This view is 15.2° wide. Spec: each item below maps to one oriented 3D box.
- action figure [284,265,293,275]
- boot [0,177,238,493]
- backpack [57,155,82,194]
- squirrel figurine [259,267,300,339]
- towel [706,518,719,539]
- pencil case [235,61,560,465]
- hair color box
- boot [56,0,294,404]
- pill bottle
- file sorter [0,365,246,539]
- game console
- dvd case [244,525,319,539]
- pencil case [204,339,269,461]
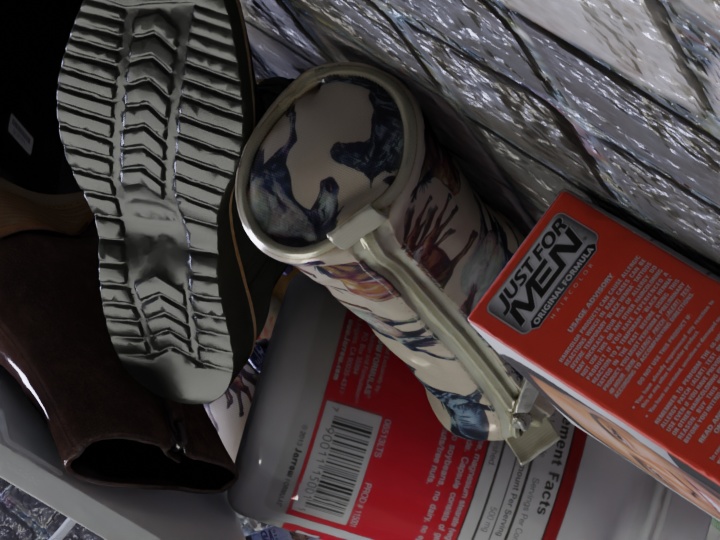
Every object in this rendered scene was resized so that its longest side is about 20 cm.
[{"bbox_3d":[0.000,0.000,1.274,0.200,0.069,0.130,31,163,22],"label":"action figure"},{"bbox_3d":[-0.098,0.035,1.169,0.200,0.072,0.166,15,-146,-54],"label":"boot"},{"bbox_3d":[-0.151,-0.031,1.510,0.200,0.167,0.127,48,174,44],"label":"backpack"},{"bbox_3d":[-0.004,0.076,1.566,0.200,0.142,0.187,41,-175,35],"label":"squirrel figurine"},{"bbox_3d":[0.129,0.178,1.244,0.152,0.200,0.023,36,-170,2],"label":"towel"},{"bbox_3d":[0.024,-0.002,1.033,0.089,0.078,0.200,54,-175,35],"label":"pencil case"},{"bbox_3d":[0.140,0.057,0.898,0.200,0.061,0.102,34,174,37],"label":"hair color box"},{"bbox_3d":[-0.054,-0.067,1.064,0.077,0.138,0.200,17,130,16],"label":"boot"},{"bbox_3d":[0.051,0.079,1.177,0.200,0.112,0.112,17,175,-3],"label":"pill bottle"},{"bbox_3d":[-0.148,0.106,1.190,0.139,0.125,0.200,33,-167,-25],"label":"file sorter"},{"bbox_3d":[-0.197,-0.130,1.216,0.116,0.176,0.200,8,171,7],"label":"game console"},{"bbox_3d":[0.045,0.113,1.343,0.143,0.200,0.018,61,-172,-76],"label":"dvd case"},{"bbox_3d":[-0.004,0.071,1.368,0.200,0.078,0.090,-1,-115,-50],"label":"pencil case"}]
